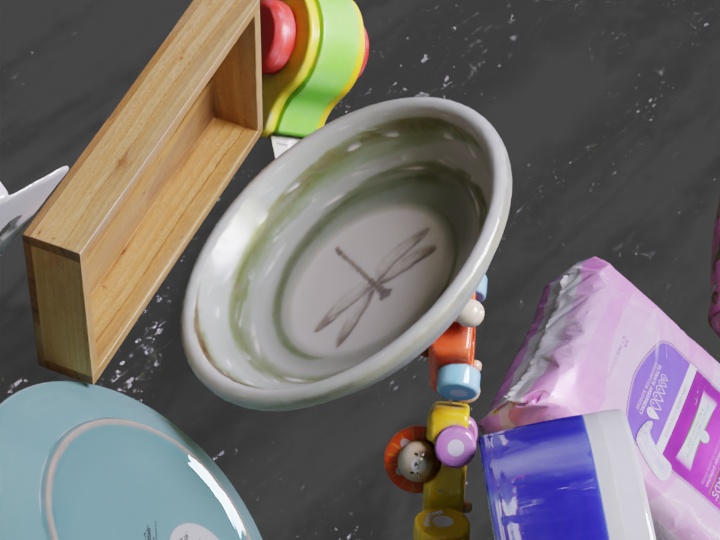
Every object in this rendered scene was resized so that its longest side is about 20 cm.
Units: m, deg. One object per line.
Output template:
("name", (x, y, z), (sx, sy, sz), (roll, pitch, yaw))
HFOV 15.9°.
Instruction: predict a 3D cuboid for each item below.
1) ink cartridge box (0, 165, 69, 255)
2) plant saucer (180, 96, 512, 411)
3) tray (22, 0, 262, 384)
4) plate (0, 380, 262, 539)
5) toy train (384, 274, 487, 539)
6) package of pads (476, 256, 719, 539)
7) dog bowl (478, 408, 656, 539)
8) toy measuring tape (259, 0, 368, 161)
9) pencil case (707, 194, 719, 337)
("ink cartridge box", (-0.243, -0.010, 1.191), (0.200, 0.116, 0.068), (-31, 82, -42))
("plant saucer", (0.000, 0.000, 1.338), (0.050, 0.200, 0.200), (49, 46, -37))
("tray", (-0.109, -0.047, 1.329), (0.037, 0.099, 0.200), (18, 50, 15))
("plate", (-0.106, 0.137, 1.256), (0.200, 0.026, 0.200), (32, 37, -29))
("toy train", (0.033, 0.106, 1.359), (0.056, 0.150, 0.200), (4, 68, 4))
("package of pads", (0.170, 0.101, 1.494), (0.200, 0.076, 0.121), (41, 54, -16))
("dog bowl", (0.116, 0.176, 1.338), (0.079, 0.200, 0.200), (-10, 73, 2))
("toy measuring tape", (-0.026, -0.092, 1.430), (0.074, 0.074, 0.200), (7, 66, -36))
("pencil case", (0.273, -0.041, 1.631), (0.086, 0.083, 0.200), (27, 56, -25))
